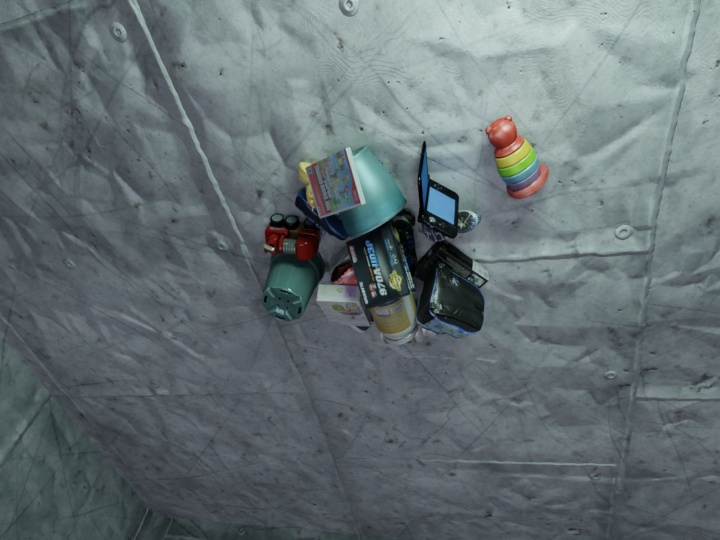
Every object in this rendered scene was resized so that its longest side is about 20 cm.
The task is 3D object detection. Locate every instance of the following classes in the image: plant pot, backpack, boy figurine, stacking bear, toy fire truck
[{"bbox_3d":[0.003,-0.227,1.469,0.195,0.201,0.192,-21,109,28],"label":"plant pot"},{"bbox_3d":[0.272,0.108,1.616,0.195,0.188,0.147,24,152,-15],"label":"backpack"},{"bbox_3d":[-0.114,-0.236,1.557,0.198,0.064,0.125,39,93,-18],"label":"boy figurine"},{"bbox_3d":[0.393,-0.300,1.367,0.119,0.115,0.202,-23,117,29],"label":"stacking bear"},{"bbox_3d":[-0.230,0.045,1.741,0.192,0.200,0.205,6,132,7],"label":"plant pot"},{"bbox_3d":[-0.223,-0.084,1.628,0.169,0.203,0.132,7,132,7],"label":"toy fire truck"}]

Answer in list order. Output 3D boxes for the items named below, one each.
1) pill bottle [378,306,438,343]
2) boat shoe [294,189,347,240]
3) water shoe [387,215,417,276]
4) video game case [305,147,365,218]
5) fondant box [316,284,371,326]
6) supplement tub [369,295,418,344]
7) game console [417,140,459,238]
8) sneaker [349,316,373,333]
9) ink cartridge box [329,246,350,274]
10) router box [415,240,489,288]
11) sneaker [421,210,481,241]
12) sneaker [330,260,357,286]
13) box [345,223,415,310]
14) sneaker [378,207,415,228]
[{"bbox_3d":[0.165,0.186,1.813,0.192,0.122,0.122,-5,129,17],"label":"pill bottle"},{"bbox_3d":[-0.116,-0.166,1.630,0.200,0.084,0.069,45,136,-3],"label":"boat shoe"},{"bbox_3d":[0.134,-0.070,1.562,0.069,0.080,0.203,-19,129,7],"label":"water shoe"},{"bbox_3d":[-0.070,-0.227,1.406,0.197,0.017,0.148,-9,100,52],"label":"video game case"},{"bbox_3d":[-0.049,0.115,1.712,0.139,0.060,0.201,1,154,13],"label":"fondant box"},{"bbox_3d":[0.100,0.114,1.641,0.139,0.147,0.204,-8,127,19],"label":"supplement tub"},{"bbox_3d":[0.210,-0.216,1.412,0.171,0.204,0.118,25,132,-9],"label":"game console"},{"bbox_3d":[-0.033,0.138,1.854,0.197,0.072,0.108,32,133,-21],"label":"sneaker"},{"bbox_3d":[0.018,0.004,1.720,0.199,0.085,0.143,40,127,-21],"label":"ink cartridge box"},{"bbox_3d":[0.287,0.008,1.680,0.196,0.052,0.150,32,131,-13],"label":"router box"},{"bbox_3d":[0.268,-0.134,1.551,0.196,0.084,0.080,-3,102,44],"label":"sneaker"},{"bbox_3d":[0.000,0.000,1.633,0.197,0.076,0.086,-27,131,35],"label":"sneaker"},{"bbox_3d":[0.057,-0.010,1.511,0.155,0.046,0.207,-19,83,24],"label":"box"},{"bbox_3d":[0.069,-0.152,1.587,0.192,0.074,0.115,3,128,-8],"label":"sneaker"}]
